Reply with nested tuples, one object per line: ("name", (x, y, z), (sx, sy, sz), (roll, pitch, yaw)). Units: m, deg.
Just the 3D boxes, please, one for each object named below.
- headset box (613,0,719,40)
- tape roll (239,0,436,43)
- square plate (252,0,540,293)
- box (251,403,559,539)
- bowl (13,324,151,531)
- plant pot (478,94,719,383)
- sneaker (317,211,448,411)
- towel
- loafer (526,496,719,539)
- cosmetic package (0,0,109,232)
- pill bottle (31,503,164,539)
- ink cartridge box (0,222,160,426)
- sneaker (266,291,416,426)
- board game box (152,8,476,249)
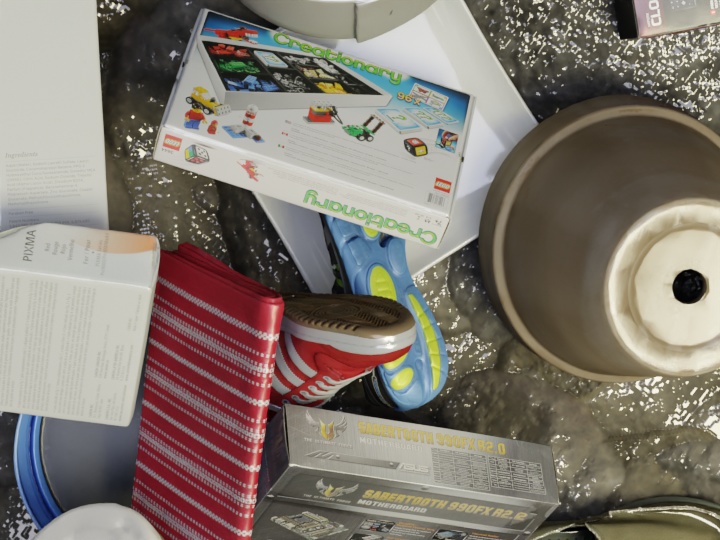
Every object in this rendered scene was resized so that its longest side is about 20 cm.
("headset box", (0.248, -0.245, 1.666), (0.199, 0.075, 0.150), (-12, 95, -3))
("tape roll", (-0.015, -0.263, 1.598), (0.201, 0.139, 0.204), (0, 85, -1))
("square plate", (0.013, -0.096, 1.684), (0.198, 0.028, 0.201), (-32, 96, -2))
("box", (0.010, 0.162, 1.620), (0.199, 0.159, 0.049), (10, 52, -22))
("bowl", (-0.141, 0.122, 1.685), (0.199, 0.039, 0.202), (0, 94, -4))
("plant pot", (0.195, -0.008, 1.618), (0.199, 0.174, 0.201), (-2, 102, -12))
("sneaker", (0.000, 0.000, 1.639), (0.070, 0.083, 0.201), (-10, 81, -32))
("towel", (-0.101, 0.093, 1.590), (0.022, 0.144, 0.201), (-1, 106, -34))
("loafer", (0.176, 0.206, 1.700), (0.199, 0.070, 0.076), (-8, 95, -3))
("cosmetic package", (-0.221, -0.100, 1.618), (0.081, 0.113, 0.201), (-3, 97, -20))
("pill bottle", (-0.145, 0.250, 1.617), (0.111, 0.111, 0.200), (-32, 138, -1))
("ink cartridge box", (-0.238, 0.029, 1.577), (0.199, 0.163, 0.050), (10, 51, -5))
("sneaker", (-0.033, 0.075, 1.589), (0.071, 0.199, 0.113), (-13, 101, -40))
("board game box", (-0.028, -0.096, 1.609), (0.199, 0.127, 0.035), (18, 135, -3))
